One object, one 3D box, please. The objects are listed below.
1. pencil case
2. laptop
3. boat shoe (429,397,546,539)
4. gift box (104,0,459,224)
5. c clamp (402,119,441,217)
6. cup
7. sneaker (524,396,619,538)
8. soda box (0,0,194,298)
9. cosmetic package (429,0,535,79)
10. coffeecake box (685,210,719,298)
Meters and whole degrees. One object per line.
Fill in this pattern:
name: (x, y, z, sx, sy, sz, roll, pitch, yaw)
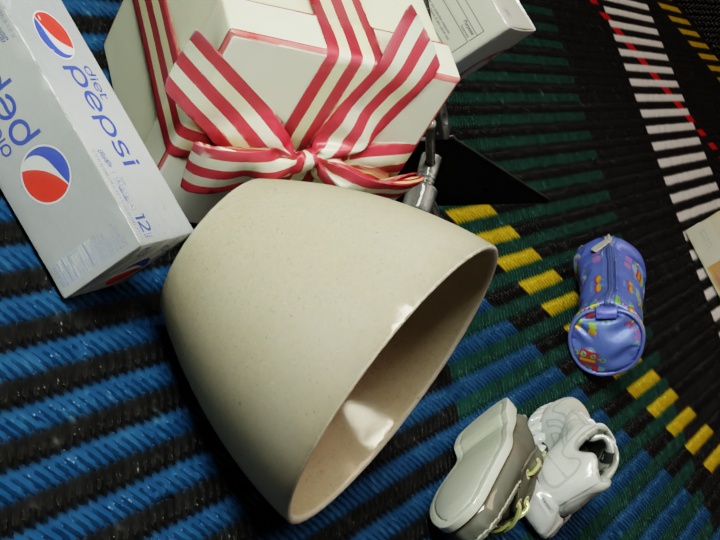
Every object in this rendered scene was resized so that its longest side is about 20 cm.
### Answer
pencil case: (0.257, 0.031, 1.723, 0.200, 0.078, 0.087, -70, 154, -64)
laptop: (0.021, -0.132, 1.242, 0.116, 0.187, 0.201, -23, 107, -46)
boat shoe: (0.100, 0.156, 1.222, 0.060, 0.072, 0.202, 50, 18, -5)
gift box: (-0.057, -0.137, 1.064, 0.184, 0.200, 0.187, 4, 49, -26)
c clamp: (0.025, 0.015, 1.142, 0.171, 0.027, 0.201, 60, 44, -73)
cup: (-0.033, 0.026, 0.987, 0.143, 0.201, 0.200, 37, 18, 14)
sneaker: (0.182, 0.154, 1.395, 0.075, 0.081, 0.200, 53, 20, -7)
soda box: (-0.180, -0.087, 0.953, 0.201, 0.063, 0.068, 59, 23, 4)
cosmetic package: (0.028, -0.184, 1.350, 0.104, 0.199, 0.087, 62, 22, 5)
coffeecake box: (0.576, 0.006, 2.462, 0.200, 0.073, 0.154, 20, 43, -58)
